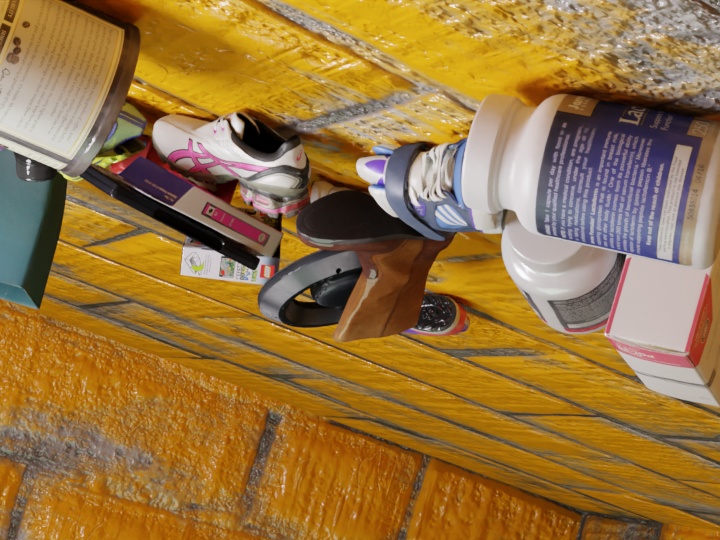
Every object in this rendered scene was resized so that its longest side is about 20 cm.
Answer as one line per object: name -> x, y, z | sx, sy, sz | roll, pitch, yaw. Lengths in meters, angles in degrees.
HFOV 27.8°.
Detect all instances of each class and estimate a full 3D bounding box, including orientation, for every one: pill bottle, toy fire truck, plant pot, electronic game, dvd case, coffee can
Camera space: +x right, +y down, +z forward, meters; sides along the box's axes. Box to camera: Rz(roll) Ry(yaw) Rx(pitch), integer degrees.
pill bottle -> 0.188, -0.075, 1.142 | 0.200, 0.116, 0.116 | 13, 167, 17
toy fire truck -> -0.184, -0.109, 1.638 | 0.200, 0.049, 0.141 | 19, 167, -6
plant pot -> -0.427, -0.078, 1.745 | 0.141, 0.200, 0.141 | 17, 167, -1
pill bottle -> 0.198, -0.014, 1.403 | 0.111, 0.111, 0.200 | 12, 167, 20
electronic game -> -0.018, 0.013, 1.633 | 0.200, 0.042, 0.200 | -16, 159, -6
dvd case -> -0.213, -0.064, 1.534 | 0.200, 0.018, 0.143 | 30, 180, -40
coffee can -> -0.311, -0.185, 1.252 | 0.200, 0.146, 0.146 | 23, 166, -25

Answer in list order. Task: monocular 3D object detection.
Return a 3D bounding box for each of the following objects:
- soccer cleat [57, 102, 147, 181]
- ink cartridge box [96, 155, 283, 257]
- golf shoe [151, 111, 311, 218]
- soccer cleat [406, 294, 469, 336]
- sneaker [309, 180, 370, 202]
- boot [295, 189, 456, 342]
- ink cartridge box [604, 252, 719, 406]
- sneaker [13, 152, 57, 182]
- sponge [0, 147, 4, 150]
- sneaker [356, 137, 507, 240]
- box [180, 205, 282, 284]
soccer cleat -> -0.280, -0.134, 1.590 | 0.084, 0.065, 0.200 | 18, 161, -13
ink cartridge box -> -0.175, -0.072, 1.519 | 0.095, 0.037, 0.200 | 29, -177, 39
golf shoe -> -0.130, -0.129, 1.475 | 0.200, 0.073, 0.092 | 23, 129, 28
soccer cleat -> 0.055, 0.058, 2.019 | 0.200, 0.068, 0.073 | 7, 168, 30
sneaker -> 0.008, -0.038, 1.647 | 0.092, 0.076, 0.200 | 7, 166, 20
boot -> 0.000, 0.000, 1.525 | 0.188, 0.069, 0.200 | -14, 146, -31
ink cartridge box -> 0.307, 0.032, 1.377 | 0.083, 0.147, 0.200 | 12, 166, 25
sneaker -> -0.357, -0.168, 1.578 | 0.060, 0.104, 0.200 | -8, -149, -17
sponge -> -0.396, -0.168, 1.412 | 0.030, 0.112, 0.200 | 51, 157, 21
sneaker -> 0.061, -0.083, 1.350 | 0.146, 0.081, 0.200 | 10, 172, 11
box -> -0.148, -0.034, 1.703 | 0.110, 0.035, 0.200 | 7, -163, -4
